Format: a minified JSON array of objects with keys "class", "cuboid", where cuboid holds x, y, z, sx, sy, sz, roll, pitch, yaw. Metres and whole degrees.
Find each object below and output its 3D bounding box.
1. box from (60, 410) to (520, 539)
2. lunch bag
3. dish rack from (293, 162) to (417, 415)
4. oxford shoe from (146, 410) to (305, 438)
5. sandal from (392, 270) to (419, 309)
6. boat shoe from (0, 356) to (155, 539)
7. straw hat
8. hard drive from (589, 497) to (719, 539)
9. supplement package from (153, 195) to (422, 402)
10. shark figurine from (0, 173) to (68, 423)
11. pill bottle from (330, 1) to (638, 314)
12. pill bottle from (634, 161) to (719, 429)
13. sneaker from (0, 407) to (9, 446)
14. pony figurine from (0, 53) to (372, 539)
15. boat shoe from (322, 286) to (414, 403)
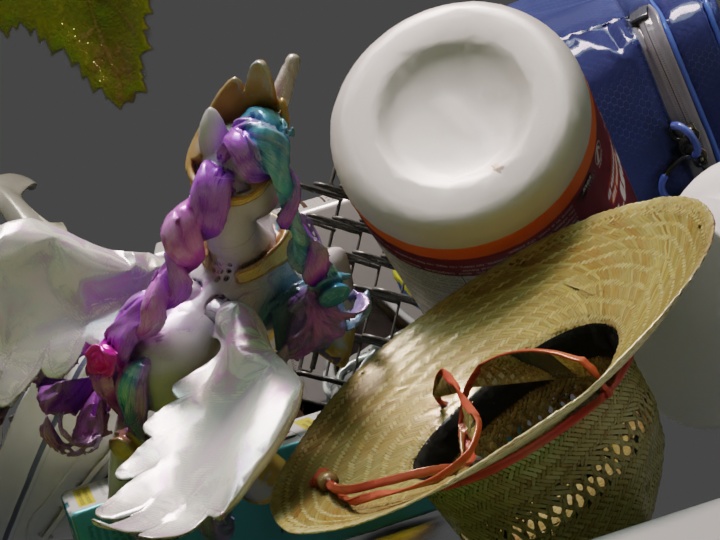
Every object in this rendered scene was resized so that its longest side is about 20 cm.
[{"class":"box","cuboid":[-0.029,0.096,1.161,0.200,0.049,0.082,-17,4,-8]},{"class":"lunch bag","cuboid":[0.142,-0.079,1.311,0.132,0.136,0.200,-23,16,4]},{"class":"dish rack","cuboid":[0.000,0.000,1.321,0.054,0.200,0.153,16,-5,-32]},{"class":"oxford shoe","cuboid":[-0.092,0.086,1.293,0.200,0.085,0.073,-15,8,45]},{"class":"sandal","cuboid":[0.117,0.005,1.470,0.200,0.080,0.087,3,-19,10]},{"class":"boat shoe","cuboid":[-0.139,0.100,1.243,0.074,0.065,0.200,-64,0,-30]},{"class":"straw hat","cuboid":[0.067,0.065,0.971,0.201,0.085,0.201,-33,14,9]},{"class":"hard drive","cuboid":[0.122,0.093,0.819,0.200,0.027,0.132,-17,4,-7]},{"class":"supplement package","cuboid":[-0.018,0.015,1.643,0.200,0.121,0.120,-16,4,-2]},{"class":"shark figurine","cuboid":[-0.156,0.037,1.359,0.089,0.215,0.128,-36,4,-12]},{"class":"pill bottle","cuboid":[0.064,-0.024,1.138,0.109,0.110,0.200,-15,-26,10]},{"class":"pill bottle","cuboid":[0.203,-0.004,1.142,0.200,0.116,0.116,-21,7,-41]},{"class":"sneaker","cuboid":[-0.193,0.075,1.258,0.067,0.108,0.201,5,6,-12]},{"class":"pony figurine","cuboid":[-0.073,0.030,1.029,0.193,0.166,0.200,-51,-24,-24]},{"class":"boat shoe","cuboid":[0.011,0.053,1.419,0.074,0.065,0.202,-17,8,0]}]
